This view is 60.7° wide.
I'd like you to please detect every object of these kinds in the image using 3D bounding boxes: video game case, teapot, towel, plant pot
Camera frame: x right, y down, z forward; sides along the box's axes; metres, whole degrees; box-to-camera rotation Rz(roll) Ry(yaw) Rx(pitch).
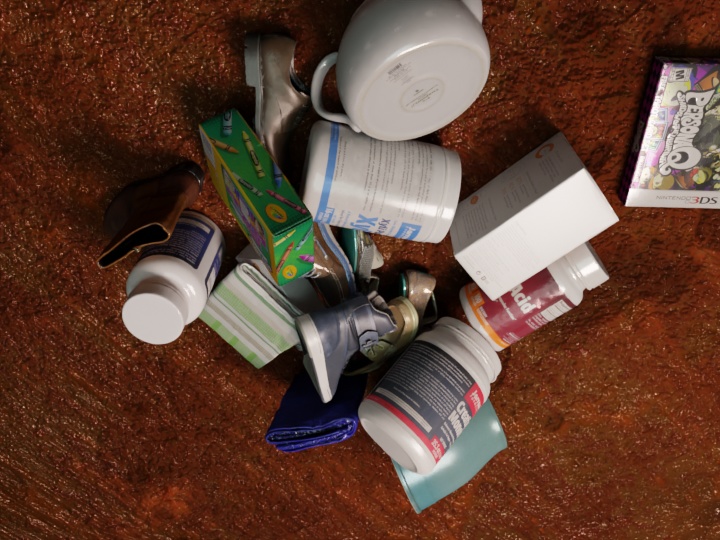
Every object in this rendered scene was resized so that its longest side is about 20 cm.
[{"bbox_3d":[0.463,-0.181,0.830,0.177,0.036,0.203,2,122,-1],"label":"video game case"},{"bbox_3d":[0.048,-0.263,0.734,0.196,0.148,0.198,-13,156,-16],"label":"teapot"},{"bbox_3d":[-0.062,0.223,1.004,0.145,0.200,0.051,-11,104,9],"label":"towel"},{"bbox_3d":[-0.170,0.074,0.967,0.149,0.031,0.199,44,141,-8],"label":"towel"},{"bbox_3d":[0.138,0.273,1.047,0.185,0.201,0.202,-25,120,0],"label":"plant pot"}]

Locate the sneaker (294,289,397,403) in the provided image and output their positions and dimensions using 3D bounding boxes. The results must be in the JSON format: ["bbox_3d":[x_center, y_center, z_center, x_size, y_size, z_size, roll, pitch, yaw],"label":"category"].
[{"bbox_3d":[-0.015,0.113,0.914,0.144,0.077,0.204,-24,146,-16],"label":"sneaker"}]

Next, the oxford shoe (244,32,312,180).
[{"bbox_3d":[-0.101,-0.206,0.813,0.083,0.073,0.203,-1,123,0],"label":"oxford shoe"}]

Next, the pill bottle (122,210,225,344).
[{"bbox_3d":[-0.266,0.009,0.877,0.109,0.201,0.113,1,123,1],"label":"pill bottle"}]

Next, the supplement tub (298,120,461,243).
[{"bbox_3d":[0.022,-0.117,0.822,0.196,0.133,0.134,10,123,-9],"label":"supplement tub"}]

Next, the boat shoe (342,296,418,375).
[{"bbox_3d":[0.024,0.115,0.975,0.074,0.066,0.201,54,139,19],"label":"boat shoe"}]

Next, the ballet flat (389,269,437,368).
[{"bbox_3d":[0.090,0.091,0.999,0.066,0.069,0.203,-2,124,-10],"label":"ballet flat"}]

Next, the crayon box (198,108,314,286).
[{"bbox_3d":[-0.133,-0.094,0.795,0.058,0.201,0.119,-28,156,-18],"label":"crayon box"}]

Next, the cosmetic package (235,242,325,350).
[{"bbox_3d":[-0.109,0.045,0.961,0.082,0.051,0.202,3,132,46],"label":"cosmetic package"}]

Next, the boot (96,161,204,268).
[{"bbox_3d":[-0.306,-0.055,0.838,0.185,0.201,0.069,-19,121,14],"label":"boot"}]

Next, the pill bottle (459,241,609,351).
[{"bbox_3d":[0.258,0.024,0.919,0.199,0.115,0.114,-36,115,22],"label":"pill bottle"}]

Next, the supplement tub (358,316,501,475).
[{"bbox_3d":[0.104,0.184,0.917,0.200,0.139,0.141,-46,119,-20],"label":"supplement tub"}]

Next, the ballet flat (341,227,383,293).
[{"bbox_3d":[0.000,0.000,0.952,0.070,0.073,0.203,6,122,-2],"label":"ballet flat"}]

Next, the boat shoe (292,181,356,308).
[{"bbox_3d":[-0.073,-0.023,0.897,0.072,0.072,0.203,-13,105,48],"label":"boat shoe"}]

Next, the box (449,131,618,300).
[{"bbox_3d":[0.229,-0.075,0.852,0.199,0.125,0.097,-35,116,22],"label":"box"}]
